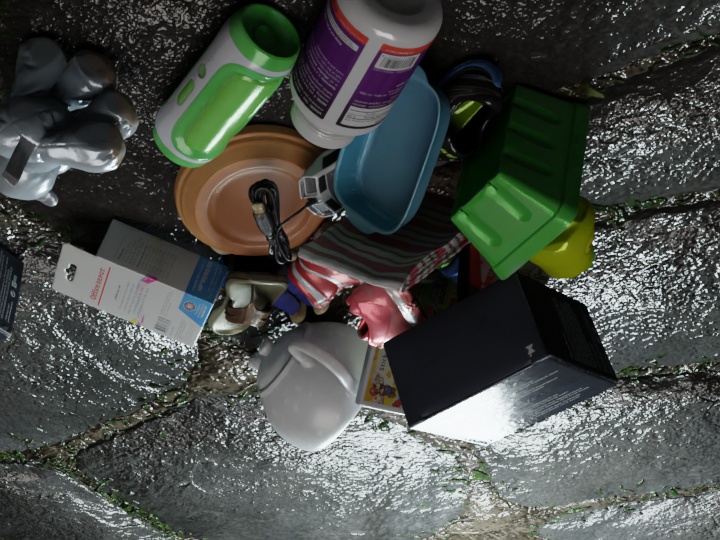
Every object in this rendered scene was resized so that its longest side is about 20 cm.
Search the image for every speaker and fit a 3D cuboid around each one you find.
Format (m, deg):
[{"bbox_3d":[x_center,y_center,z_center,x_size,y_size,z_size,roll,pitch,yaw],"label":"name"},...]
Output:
[{"bbox_3d":[-0.145,-0.195,1.365,0.088,0.089,0.200,21,139,-27],"label":"speaker"}]

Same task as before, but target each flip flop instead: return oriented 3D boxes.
[{"bbox_3d":[-0.146,0.050,1.632,0.081,0.058,0.200,7,154,-22],"label":"flip flop"}]

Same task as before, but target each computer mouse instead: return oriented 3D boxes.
[{"bbox_3d":[-0.037,-0.101,1.478,0.200,0.044,0.110,-34,128,-10],"label":"computer mouse"}]

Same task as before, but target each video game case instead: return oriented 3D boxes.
[{"bbox_3d":[0.100,0.098,1.698,0.181,0.201,0.023,13,180,-18],"label":"video game case"}]

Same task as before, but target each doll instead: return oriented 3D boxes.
[{"bbox_3d":[-0.129,0.004,1.668,0.136,0.049,0.200,-22,139,25],"label":"doll"}]

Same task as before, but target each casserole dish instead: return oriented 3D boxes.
[{"bbox_3d":[0.038,-0.135,1.400,0.039,0.121,0.200,-6,124,-45],"label":"casserole dish"}]

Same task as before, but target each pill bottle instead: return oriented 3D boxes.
[{"bbox_3d":[-0.003,-0.217,1.312,0.112,0.113,0.200,14,142,-18],"label":"pill bottle"}]

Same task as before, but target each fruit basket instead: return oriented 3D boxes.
[{"bbox_3d":[0.209,-0.077,1.429,0.215,0.216,0.155,20,139,-26],"label":"fruit basket"}]

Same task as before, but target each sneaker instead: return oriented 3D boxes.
[{"bbox_3d":[0.000,0.000,1.622,0.200,0.071,0.112,14,137,-37],"label":"sneaker"},{"bbox_3d":[0.040,0.068,1.604,0.087,0.074,0.200,-29,137,3],"label":"sneaker"},{"bbox_3d":[0.177,-0.043,1.546,0.108,0.067,0.202,-3,107,-14],"label":"sneaker"},{"bbox_3d":[0.084,-0.148,1.417,0.071,0.083,0.200,23,131,-30],"label":"sneaker"}]

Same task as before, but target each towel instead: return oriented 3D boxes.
[{"bbox_3d":[0.042,-0.045,1.444,0.146,0.200,0.030,17,126,32],"label":"towel"}]

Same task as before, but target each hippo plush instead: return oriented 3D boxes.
[{"bbox_3d":[-0.333,-0.129,1.380,0.159,0.200,0.161,29,148,-2],"label":"hippo plush"}]

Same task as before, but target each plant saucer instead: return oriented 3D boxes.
[{"bbox_3d":[-0.121,-0.086,1.523,0.199,0.038,0.201,-6,135,-6],"label":"plant saucer"}]

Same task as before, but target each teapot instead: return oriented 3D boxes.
[{"bbox_3d":[-0.074,0.142,1.760,0.146,0.198,0.200,36,117,-12],"label":"teapot"}]

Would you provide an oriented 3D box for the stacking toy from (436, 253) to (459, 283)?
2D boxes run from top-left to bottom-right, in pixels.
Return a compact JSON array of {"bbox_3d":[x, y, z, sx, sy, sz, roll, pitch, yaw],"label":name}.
[{"bbox_3d":[0.102,-0.034,1.598,0.200,0.086,0.085,26,137,-25],"label":"stacking toy"}]

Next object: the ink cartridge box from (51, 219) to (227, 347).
[{"bbox_3d":[-0.284,0.010,1.636,0.199,0.068,0.115,23,142,-7],"label":"ink cartridge box"}]

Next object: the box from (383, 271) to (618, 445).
[{"bbox_3d":[0.169,0.112,1.534,0.196,0.118,0.200,-30,152,25],"label":"box"}]

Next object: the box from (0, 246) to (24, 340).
[{"bbox_3d":[-0.573,0.017,1.618,0.200,0.124,0.197,-18,142,24],"label":"box"}]
